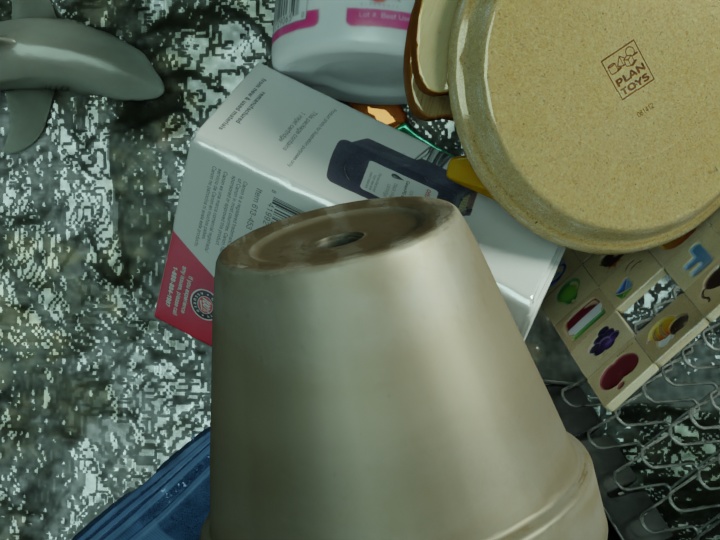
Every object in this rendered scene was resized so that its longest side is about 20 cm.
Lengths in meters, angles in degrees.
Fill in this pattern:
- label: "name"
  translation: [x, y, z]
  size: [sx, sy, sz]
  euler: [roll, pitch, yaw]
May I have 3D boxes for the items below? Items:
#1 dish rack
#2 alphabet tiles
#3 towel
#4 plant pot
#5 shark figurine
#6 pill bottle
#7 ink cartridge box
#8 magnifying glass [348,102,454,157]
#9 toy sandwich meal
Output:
- label: "dish rack"
  translation: [0.184, 0.079, 0.888]
  size: [0.200, 0.054, 0.154]
  euler: [-47, 65, 37]
- label: "alphabet tiles"
  translation: [0.182, -0.028, 0.892]
  size: [0.200, 0.167, 0.008]
  euler: [-43, 112, 9]
- label: "towel"
  translation: [-0.085, 0.159, 0.960]
  size: [0.200, 0.049, 0.112]
  euler: [-40, 103, 19]
- label: "plant pot"
  translation: [0.007, 0.063, 0.802]
  size: [0.200, 0.200, 0.174]
  euler: [-9, 105, 9]
- label: "shark figurine"
  translation: [-0.241, -0.107, 1.000]
  size: [0.214, 0.089, 0.128]
  euler: [-31, 83, 6]
- label: "pill bottle"
  translation: [0.014, -0.203, 0.938]
  size: [0.113, 0.113, 0.201]
  euler: [3, 80, 9]
- label: "ink cartridge box"
  translation: [0.000, 0.000, 0.925]
  size: [0.200, 0.084, 0.145]
  euler: [26, 135, 8]
- label: "magnifying glass"
  translation: [0.030, -0.064, 0.987]
  size: [0.080, 0.022, 0.200]
  euler: [-33, 83, 8]
- label: "toy sandwich meal"
  translation: [0.116, -0.103, 0.867]
  size: [0.205, 0.070, 0.206]
  euler: [-1, 93, -20]
